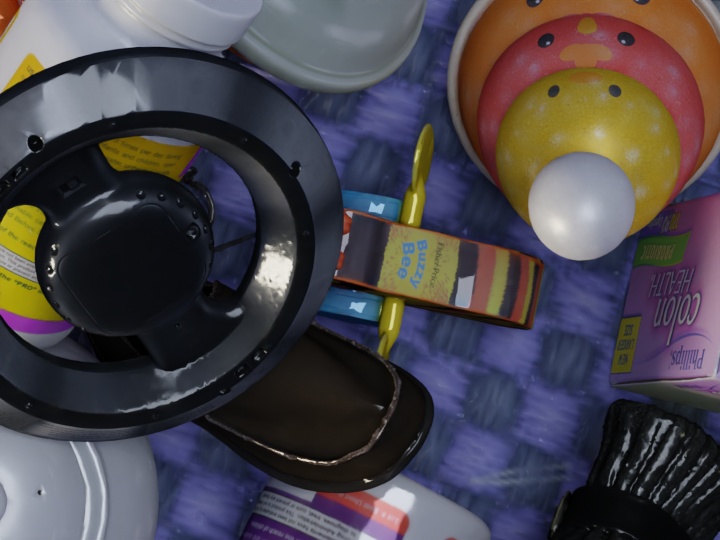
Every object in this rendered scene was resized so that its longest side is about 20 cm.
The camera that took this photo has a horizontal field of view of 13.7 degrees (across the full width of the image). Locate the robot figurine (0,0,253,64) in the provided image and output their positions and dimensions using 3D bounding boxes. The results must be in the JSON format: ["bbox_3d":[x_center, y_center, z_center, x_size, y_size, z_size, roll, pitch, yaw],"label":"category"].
[{"bbox_3d":[-0.129,-0.168,1.436,0.117,0.144,0.200,-30,93,18],"label":"robot figurine"}]

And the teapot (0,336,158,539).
[{"bbox_3d":[-0.179,0.111,1.395,0.200,0.146,0.198,7,86,-12],"label":"teapot"}]

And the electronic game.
[{"bbox_3d":[-0.103,-0.008,1.309,0.200,0.042,0.200,-10,126,-15],"label":"electronic game"}]

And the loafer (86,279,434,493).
[{"bbox_3d":[-0.059,0.046,1.407,0.200,0.071,0.073,18,74,31],"label":"loafer"}]

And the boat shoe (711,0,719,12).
[{"bbox_3d":[0.219,-0.138,1.528,0.201,0.070,0.072,-7,84,-15],"label":"boat shoe"}]

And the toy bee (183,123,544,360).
[{"bbox_3d":[0.000,0.000,1.457,0.200,0.109,0.131,-10,91,-12],"label":"toy bee"}]

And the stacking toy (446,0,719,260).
[{"bbox_3d":[0.112,-0.059,1.421,0.146,0.200,0.146,1,115,3],"label":"stacking toy"}]

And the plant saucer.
[{"bbox_3d":[-0.025,-0.185,1.433,0.200,0.050,0.200,27,51,-38],"label":"plant saucer"}]

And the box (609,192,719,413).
[{"bbox_3d":[0.248,0.032,1.471,0.200,0.176,0.097,13,85,-10],"label":"box"}]

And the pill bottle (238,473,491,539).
[{"bbox_3d":[-0.027,0.190,1.439,0.111,0.111,0.200,28,82,-9],"label":"pill bottle"}]

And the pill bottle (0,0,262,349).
[{"bbox_3d":[-0.127,-0.065,1.351,0.104,0.104,0.200,34,117,-8],"label":"pill bottle"}]

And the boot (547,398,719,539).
[{"bbox_3d":[0.113,0.133,1.435,0.079,0.211,0.158,31,85,18],"label":"boot"}]
